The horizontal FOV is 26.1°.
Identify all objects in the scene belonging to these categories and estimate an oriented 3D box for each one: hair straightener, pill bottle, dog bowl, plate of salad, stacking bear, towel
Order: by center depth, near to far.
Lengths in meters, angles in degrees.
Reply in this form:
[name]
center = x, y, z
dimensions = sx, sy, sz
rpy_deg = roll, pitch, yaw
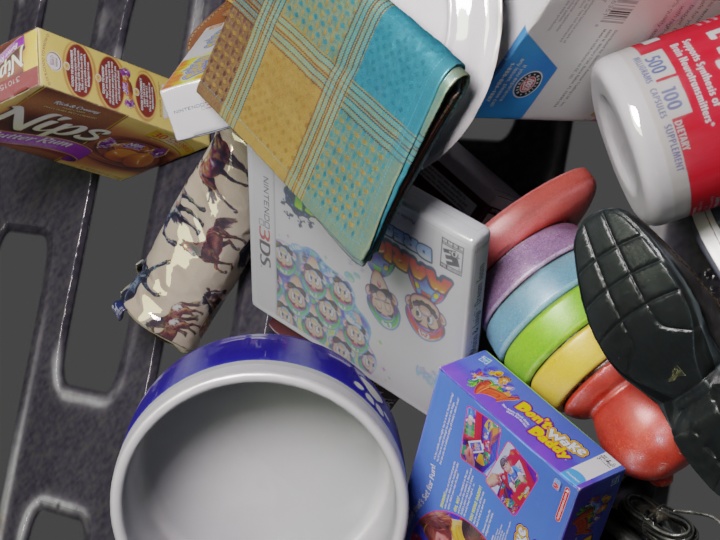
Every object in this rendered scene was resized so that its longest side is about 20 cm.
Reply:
[pill bottle]
center = 0.253, -0.110, 0.960
dimensions = 0.200, 0.112, 0.112
rpy_deg = -20, 65, 1
[towel]
center = -0.023, -0.120, 0.989
dimensions = 0.200, 0.022, 0.147
rpy_deg = 46, 122, 33
[plate of salad]
center = 0.018, -0.158, 0.993
dimensions = 0.200, 0.048, 0.200
rpy_deg = 4, 96, 43
[stacking bear]
center = 0.158, 0.051, 1.041
dimensions = 0.200, 0.114, 0.121
rpy_deg = 53, 147, 21
[hair straightener]
center = 0.173, 0.164, 1.046
dimensions = 0.200, 0.041, 0.077
rpy_deg = 29, 98, 38
[dog bowl]
center = -0.067, 0.147, 1.066
dimensions = 0.200, 0.200, 0.079
rpy_deg = -55, 11, 15

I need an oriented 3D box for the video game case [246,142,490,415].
[video game case]
center = 0.000, 0.000, 1.081
dimensions = 0.200, 0.024, 0.182
rpy_deg = 30, 139, 28

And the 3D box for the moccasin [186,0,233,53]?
[moccasin]
center = -0.070, -0.224, 1.294
dimensions = 0.201, 0.078, 0.074
rpy_deg = -21, 68, 33

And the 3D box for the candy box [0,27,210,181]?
[candy box]
center = -0.238, -0.138, 1.327
dimensions = 0.117, 0.200, 0.056
rpy_deg = -17, 71, 34

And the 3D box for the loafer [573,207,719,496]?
[loafer]
center = 0.202, 0.047, 0.968
dimensions = 0.073, 0.072, 0.200
rpy_deg = -32, 85, 34

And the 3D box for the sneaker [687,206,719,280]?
[sneaker]
center = 0.297, -0.015, 0.972
dimensions = 0.146, 0.077, 0.202
rpy_deg = -33, 53, 18

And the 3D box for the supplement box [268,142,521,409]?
[supplement box]
center = 0.029, -0.001, 1.180
dimensions = 0.109, 0.061, 0.200
rpy_deg = 45, 108, 34

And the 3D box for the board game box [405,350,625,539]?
[board game box]
center = 0.091, 0.174, 1.051
dimensions = 0.134, 0.045, 0.200
rpy_deg = 41, 133, 35

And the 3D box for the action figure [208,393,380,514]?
[action figure]
center = -0.053, 0.122, 1.177
dimensions = 0.200, 0.134, 0.149
rpy_deg = -50, 26, 47

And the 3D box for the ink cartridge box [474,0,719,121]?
[ink cartridge box]
center = 0.148, -0.197, 1.023
dimensions = 0.147, 0.200, 0.145
rpy_deg = -56, 50, 38

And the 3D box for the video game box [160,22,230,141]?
[video game box]
center = -0.043, -0.166, 1.163
dimensions = 0.182, 0.200, 0.047
rpy_deg = -17, 109, 10

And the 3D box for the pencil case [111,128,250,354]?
[pencil case]
center = -0.130, -0.034, 1.300
dimensions = 0.089, 0.078, 0.200
rpy_deg = 35, 103, 22
